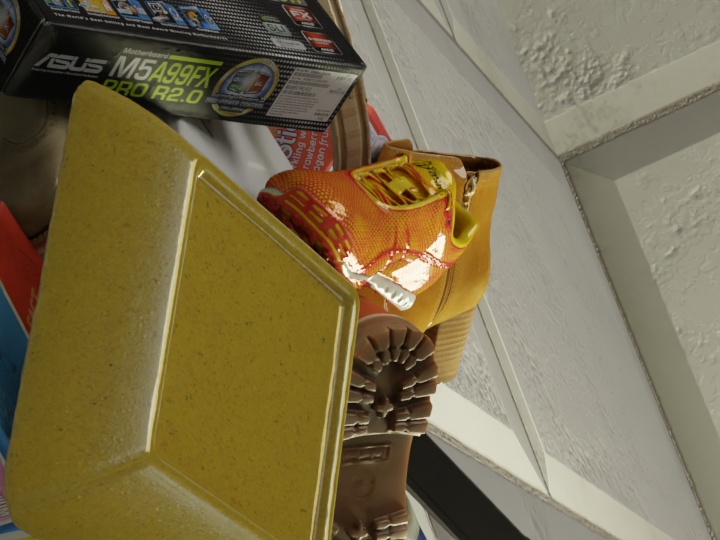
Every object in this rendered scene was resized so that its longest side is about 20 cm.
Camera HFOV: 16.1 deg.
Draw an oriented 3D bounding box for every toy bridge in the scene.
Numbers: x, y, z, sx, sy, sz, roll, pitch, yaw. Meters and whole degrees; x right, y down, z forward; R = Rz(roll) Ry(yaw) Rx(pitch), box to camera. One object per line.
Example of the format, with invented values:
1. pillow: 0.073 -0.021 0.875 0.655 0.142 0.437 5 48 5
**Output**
1. toy bridge: -0.019 -0.101 1.316 0.067 0.027 0.201 -133 -151 -59

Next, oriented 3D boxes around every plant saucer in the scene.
1. plant saucer: -0.061 0.045 1.092 0.200 0.048 0.201 41 48 -49

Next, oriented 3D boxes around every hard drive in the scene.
1. hard drive: 0.025 0.105 1.552 0.140 0.033 0.200 46 -2 -22

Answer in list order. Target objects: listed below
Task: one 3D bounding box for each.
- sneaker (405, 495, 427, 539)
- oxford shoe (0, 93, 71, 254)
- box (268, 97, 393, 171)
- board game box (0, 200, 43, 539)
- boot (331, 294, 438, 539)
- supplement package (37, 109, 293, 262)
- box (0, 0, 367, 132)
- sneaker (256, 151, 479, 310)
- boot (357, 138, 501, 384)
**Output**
1. sneaker: 0.027 0.181 1.513 0.116 0.080 0.199 70 14 11
2. oxford shoe: -0.181 -0.089 1.182 0.075 0.070 0.200 36 19 -48
3. box: -0.036 -0.044 1.490 0.094 0.103 0.200 30 -8 20
4. board game box: -0.128 0.090 1.107 0.200 0.040 0.153 60 13 -28
5. boot: -0.026 0.102 1.331 0.075 0.201 0.107 4 20 -36
6. supplement package: -0.102 -0.019 1.266 0.156 0.111 0.200 58 13 -34
7. box: -0.114 -0.141 1.208 0.200 0.044 0.160 4 41 -44
8. sneaker: 0.005 -0.032 1.266 0.073 0.077 0.200 44 8 13
9. boot: 0.001 0.000 1.427 0.201 0.071 0.145 -11 115 -48
